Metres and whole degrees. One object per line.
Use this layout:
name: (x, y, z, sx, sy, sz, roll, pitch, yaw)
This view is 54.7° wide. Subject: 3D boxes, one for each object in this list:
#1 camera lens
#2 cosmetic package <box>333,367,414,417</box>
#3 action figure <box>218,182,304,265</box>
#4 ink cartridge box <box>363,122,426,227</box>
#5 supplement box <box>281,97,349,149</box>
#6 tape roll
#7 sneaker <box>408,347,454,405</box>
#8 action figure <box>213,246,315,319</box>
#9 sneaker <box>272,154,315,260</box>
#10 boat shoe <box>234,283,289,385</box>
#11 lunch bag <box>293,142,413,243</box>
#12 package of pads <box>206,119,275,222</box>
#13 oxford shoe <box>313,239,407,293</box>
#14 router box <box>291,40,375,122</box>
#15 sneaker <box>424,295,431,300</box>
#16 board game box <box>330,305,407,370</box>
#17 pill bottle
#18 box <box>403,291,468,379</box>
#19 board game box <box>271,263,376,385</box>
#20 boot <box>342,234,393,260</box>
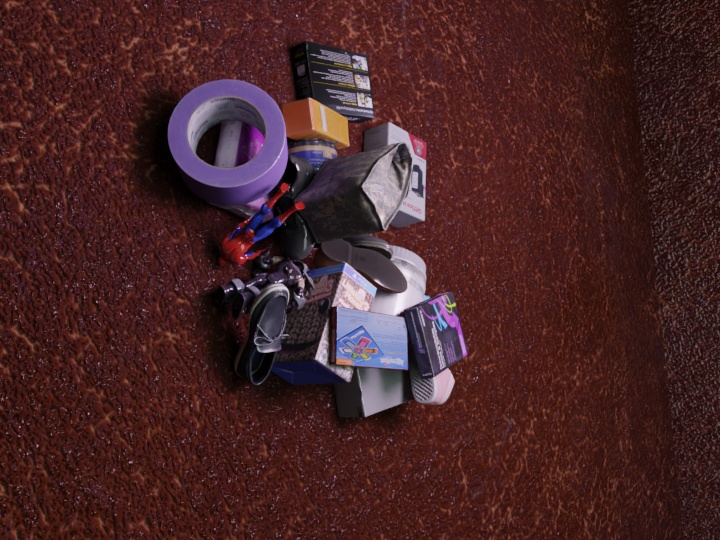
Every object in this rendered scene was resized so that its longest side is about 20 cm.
camera lens: (0.050, 0.068, 1.474, 0.160, 0.159, 0.202, 36, 57, -37)
cosmetic package: (0.038, 0.240, 1.483, 0.199, 0.090, 0.108, -5, 85, -45)
action figure: (-0.179, -0.077, 1.252, 0.065, 0.200, 0.099, 50, 22, -3)
ink cartridge box: (0.080, -0.218, 1.622, 0.145, 0.082, 0.202, 17, 69, -45)
supplement box: (-0.087, -0.293, 1.419, 0.200, 0.066, 0.070, -6, 86, -70)
tape roll: (-0.226, -0.220, 1.204, 0.198, 0.085, 0.202, 1, 74, -4)
sneaker: (0.151, 0.196, 1.508, 0.104, 0.075, 0.202, 29, 52, -53)
action figure: (-0.168, 0.024, 1.283, 0.199, 0.130, 0.070, -23, 142, -43)
sneaker: (-0.131, -0.119, 1.294, 0.091, 0.075, 0.202, 20, 64, -72)
boat shoe: (-0.165, 0.115, 1.222, 0.074, 0.062, 0.201, 2, 120, -43)
lunch bag: (-0.001, -0.155, 1.291, 0.118, 0.163, 0.201, 60, 41, -28)
package of pads: (-0.211, -0.200, 1.305, 0.120, 0.075, 0.202, 24, 65, -45)
oxford shoe: (0.000, 0.000, 1.378, 0.199, 0.071, 0.072, 25, 48, -14)
router box: (-0.056, -0.411, 1.536, 0.199, 0.051, 0.151, -6, 88, -48)
sneaker: (0.160, 0.102, 1.651, 0.200, 0.078, 0.090, 53, 45, -27)
board game box: (0.019, 0.129, 1.296, 0.199, 0.019, 0.104, 13, 71, -46)
pill bottle: (-0.097, -0.151, 1.394, 0.111, 0.111, 0.202, 5, 78, -47)
box: (0.160, 0.130, 1.441, 0.200, 0.036, 0.144, -17, 92, -59)
board game box: (-0.079, 0.105, 1.325, 0.097, 0.159, 0.201, 39, 55, -36)
boot: (0.017, -0.113, 1.470, 0.073, 0.180, 0.201, 54, 51, -44)
